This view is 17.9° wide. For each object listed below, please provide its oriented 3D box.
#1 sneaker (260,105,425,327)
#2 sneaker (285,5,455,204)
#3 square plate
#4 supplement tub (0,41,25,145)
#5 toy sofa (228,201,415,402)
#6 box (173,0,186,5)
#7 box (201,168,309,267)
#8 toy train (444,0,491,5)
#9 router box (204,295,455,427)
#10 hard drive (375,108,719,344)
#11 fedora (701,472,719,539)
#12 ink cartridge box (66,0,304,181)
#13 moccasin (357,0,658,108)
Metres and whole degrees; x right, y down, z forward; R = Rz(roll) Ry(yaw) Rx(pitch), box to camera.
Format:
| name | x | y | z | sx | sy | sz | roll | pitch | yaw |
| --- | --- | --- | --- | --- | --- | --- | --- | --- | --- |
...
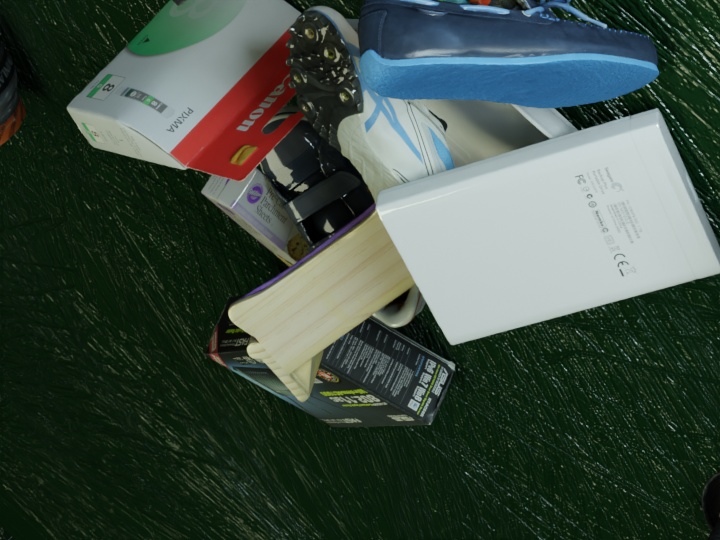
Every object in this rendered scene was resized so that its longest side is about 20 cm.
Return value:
| name | x | y | z | sx | sy | sz | roll | pitch | yaw |
| --- | --- | --- | --- | --- | --- | --- | --- | --- | --- |
| sneaker | -0.011 | -0.041 | 1.800 | 0.078 | 0.080 | 0.200 | -34 | 111 | 23 |
| sneaker | 0.015 | -0.103 | 1.555 | 0.072 | 0.073 | 0.200 | 3 | 135 | 46 |
| square plate | 0.070 | -0.115 | 1.573 | 0.200 | 0.029 | 0.198 | 39 | 165 | -27 |
| supplement tub | -0.406 | -0.208 | 2.162 | 0.122 | 0.123 | 0.200 | 18 | 145 | 48 |
| toy sofa | 0.000 | 0.000 | 1.729 | 0.200 | 0.083 | 0.098 | -36 | 106 | 23 |
| box | -0.140 | -0.302 | 1.574 | 0.200 | 0.106 | 0.122 | 49 | 159 | -9 |
| box | -0.060 | -0.032 | 1.890 | 0.039 | 0.042 | 0.200 | 28 | 171 | 36 |
| toy train | 0.075 | -0.197 | 1.452 | 0.150 | 0.056 | 0.200 | 43 | 157 | 8 |
| router box | -0.030 | 0.079 | 2.018 | 0.149 | 0.062 | 0.200 | 30 | 164 | -22 |
| hard drive | 0.127 | -0.026 | 1.530 | 0.199 | 0.027 | 0.132 | -16 | 126 | 20 |
| fedora | 0.321 | 0.244 | 1.714 | 0.200 | 0.092 | 0.201 | 37 | 156 | 19 |
| ink cartridge box | -0.107 | -0.147 | 1.706 | 0.200 | 0.161 | 0.050 | 14 | 146 | 51 |
| moccasin | 0.094 | -0.145 | 1.392 | 0.080 | 0.199 | 0.069 | -40 | 54 | 53 |
